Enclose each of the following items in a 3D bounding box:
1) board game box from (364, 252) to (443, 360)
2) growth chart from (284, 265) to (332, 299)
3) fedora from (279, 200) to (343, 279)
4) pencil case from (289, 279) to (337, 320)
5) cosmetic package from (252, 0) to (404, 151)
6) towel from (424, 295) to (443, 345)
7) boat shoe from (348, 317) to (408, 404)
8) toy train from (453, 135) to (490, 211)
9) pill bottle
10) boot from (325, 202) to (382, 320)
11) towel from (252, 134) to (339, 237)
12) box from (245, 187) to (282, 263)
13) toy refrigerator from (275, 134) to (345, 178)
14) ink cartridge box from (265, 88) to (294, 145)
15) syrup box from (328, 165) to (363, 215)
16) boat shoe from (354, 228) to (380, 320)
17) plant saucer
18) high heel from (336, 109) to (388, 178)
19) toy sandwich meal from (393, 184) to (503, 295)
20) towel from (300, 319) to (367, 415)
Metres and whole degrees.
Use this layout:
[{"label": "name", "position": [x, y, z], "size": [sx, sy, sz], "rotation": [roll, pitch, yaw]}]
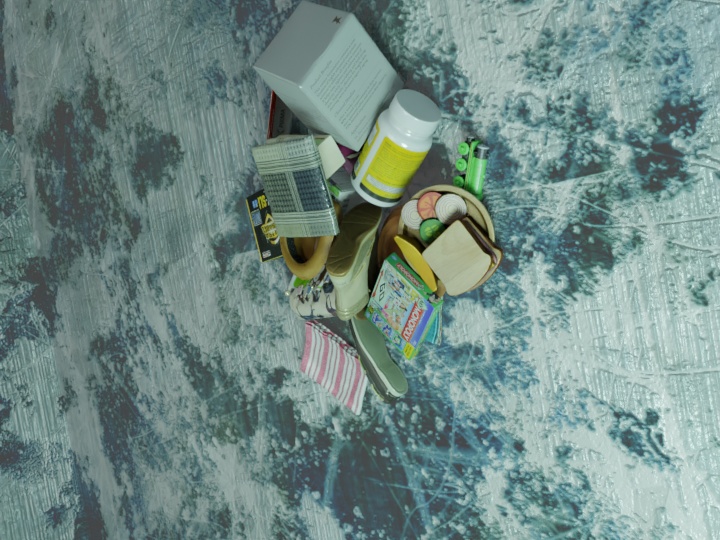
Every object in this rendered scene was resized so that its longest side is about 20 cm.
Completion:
[{"label": "board game box", "position": [0.080, 0.073, 1.652], "size": [0.135, 0.029, 0.201], "rotation": [45, 148, 18]}, {"label": "growth chart", "position": [-0.089, -0.010, 1.859], "size": [0.198, 0.018, 0.147], "rotation": [-14, 50, 51]}, {"label": "fedora", "position": [-0.087, -0.082, 1.717], "size": [0.199, 0.081, 0.206], "rotation": [1, 91, 50]}, {"label": "pencil case", "position": [-0.078, 0.058, 1.872], "size": [0.198, 0.077, 0.091], "rotation": [-12, 63, 50]}, {"label": "cosmetic package", "position": [-0.057, -0.367, 1.611], "size": [0.165, 0.200, 0.169], "rotation": [31, 81, 44]}, {"label": "towel", "position": [0.109, 0.033, 1.690], "size": [0.145, 0.021, 0.205], "rotation": [18, 112, 45]}, {"label": "boat shoe", "position": [0.024, 0.181, 1.784], "size": [0.061, 0.071, 0.204], "rotation": [-44, 68, 40]}, {"label": "toy train", "position": [0.194, -0.138, 1.538], "size": [0.056, 0.041, 0.204], "rotation": [21, 115, 33]}, {"label": "pill bottle", "position": [0.067, -0.230, 1.608], "size": [0.115, 0.113, 0.202], "rotation": [53, 134, 26]}, {"label": "boot", "position": [-0.006, -0.019, 1.684], "size": [0.071, 0.202, 0.157], "rotation": [11, 141, 17]}, {"label": "towel", "position": [-0.122, -0.159, 1.634], "size": [0.198, 0.034, 0.196], "rotation": [2, 114, 50]}, {"label": "box", "position": [-0.188, -0.113, 1.961], "size": [0.199, 0.049, 0.163], "rotation": [-14, 89, 59]}, {"label": "toy refrigerator", "position": [-0.124, -0.226, 1.705], "size": [0.198, 0.076, 0.071], "rotation": [14, 142, 54]}, {"label": "ink cartridge box", "position": [-0.171, -0.317, 1.841], "size": [0.174, 0.043, 0.204], "rotation": [-89, 7, -67]}, {"label": "syrup box", "position": [-0.082, -0.189, 1.817], "size": [0.200, 0.080, 0.080], "rotation": [43, 128, 33]}, {"label": "boat shoe", "position": [0.000, 0.000, 1.777], "size": [0.064, 0.071, 0.205], "rotation": [12, 104, 55]}, {"label": "plant saucer", "position": [0.097, -0.029, 1.651], "size": [0.198, 0.037, 0.205], "rotation": [13, 106, 48]}, {"label": "high heel", "position": [0.001, -0.277, 1.709], "size": [0.097, 0.067, 0.200], "rotation": [59, 136, 17]}, {"label": "toy sandwich meal", "position": [0.151, -0.050, 1.522], "size": [0.201, 0.070, 0.210], "rotation": [8, 110, 21]}, {"label": "towel", "position": [-0.061, 0.216, 1.907], "size": [0.199, 0.030, 0.149], "rotation": [33, 128, 35]}]
